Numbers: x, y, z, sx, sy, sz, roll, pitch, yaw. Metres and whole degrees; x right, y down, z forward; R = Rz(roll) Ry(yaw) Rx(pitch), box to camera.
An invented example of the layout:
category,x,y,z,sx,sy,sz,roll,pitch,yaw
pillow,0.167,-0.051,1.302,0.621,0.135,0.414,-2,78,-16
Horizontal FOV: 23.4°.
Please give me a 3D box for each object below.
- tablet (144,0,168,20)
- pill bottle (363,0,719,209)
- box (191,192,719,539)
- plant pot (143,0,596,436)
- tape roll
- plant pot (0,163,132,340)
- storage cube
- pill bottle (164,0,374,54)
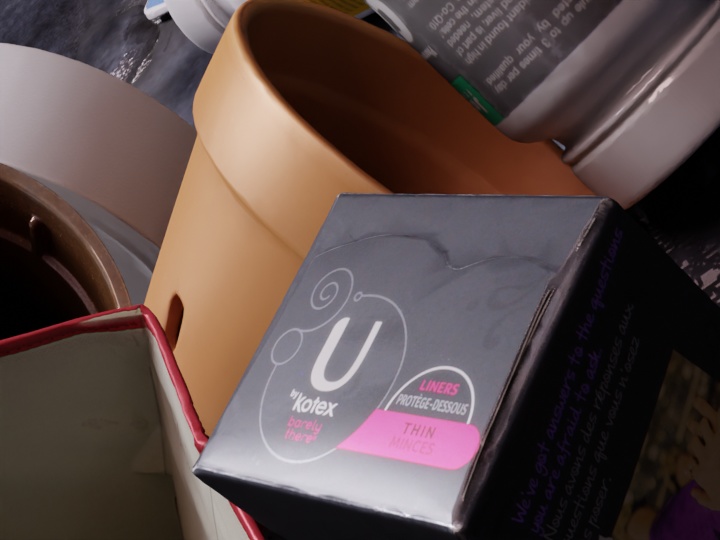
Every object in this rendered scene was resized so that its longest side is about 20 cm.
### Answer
category,x,y,z,sx,sy,sz,roll,pitch,yaw
tablet,-0.061,-0.245,1.176,0.200,0.014,0.130,-15,46,40
pill bottle,0.068,-0.126,0.720,0.113,0.200,0.113,-46,2,2
box,0.069,0.073,0.538,0.122,0.200,0.106,3,59,51
plant pot,0.000,0.000,0.719,0.140,0.200,0.200,-55,30,22
tape roll,-0.166,-0.030,0.915,0.202,0.202,0.071,-12,49,43
plant pot,-0.194,0.074,0.798,0.198,0.200,0.200,96,-160,-69
storage cube,-0.122,0.149,0.595,0.200,0.180,0.171,-18,39,-14
pill bottle,-0.018,-0.196,0.987,0.200,0.111,0.111,-21,43,36
